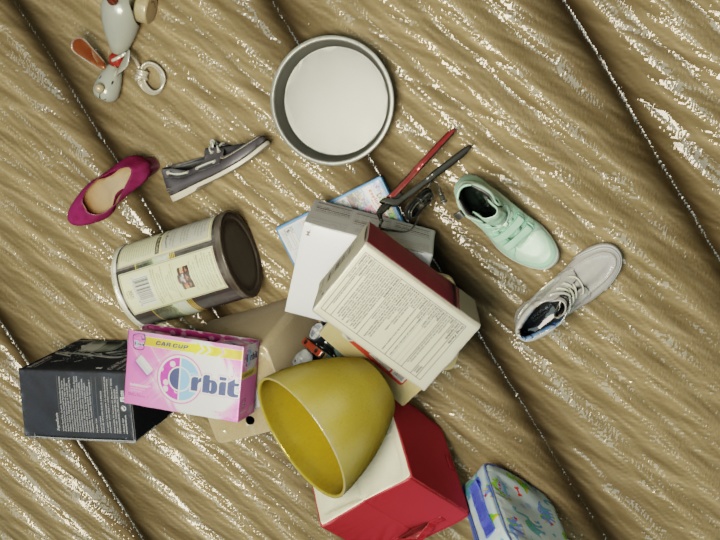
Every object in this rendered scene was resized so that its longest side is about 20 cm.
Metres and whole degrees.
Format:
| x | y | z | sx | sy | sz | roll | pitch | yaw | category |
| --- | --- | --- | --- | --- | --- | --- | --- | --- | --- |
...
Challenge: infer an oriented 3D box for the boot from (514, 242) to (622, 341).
| x | y | z | sx | sy | sz | roll | pitch | yaw | category |
| --- | --- | --- | --- | --- | --- | --- | --- | --- | --- |
| 0.319 | 0.040 | 1.333 | 0.074 | 0.096 | 0.200 | 46 | 107 | 0 | boot |

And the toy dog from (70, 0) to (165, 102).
| x | y | z | sx | sy | sz | roll | pitch | yaw | category |
| --- | --- | --- | --- | --- | --- | --- | --- | --- | --- |
| -0.396 | -0.373 | 1.399 | 0.132 | 0.096 | 0.201 | -1 | 101 | 13 | toy dog |

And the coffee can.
| x | y | z | sx | sy | sz | roll | pitch | yaw | category |
| --- | --- | --- | --- | --- | --- | --- | --- | --- | --- |
| -0.283 | -0.001 | 1.428 | 0.200 | 0.146 | 0.147 | -16 | 98 | 15 | coffee can |

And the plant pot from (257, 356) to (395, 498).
| x | y | z | sx | sy | sz | roll | pitch | yaw | category |
| --- | --- | --- | --- | --- | --- | --- | --- | --- | --- |
| -0.034 | 0.206 | 1.266 | 0.142 | 0.200 | 0.200 | -31 | 95 | -27 | plant pot |

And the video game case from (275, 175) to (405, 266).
| x | y | z | sx | sy | sz | roll | pitch | yaw | category |
| --- | --- | --- | --- | --- | --- | --- | --- | --- | --- |
| -0.022 | -0.048 | 1.429 | 0.200 | 0.018 | 0.143 | -25 | 95 | 16 | video game case |

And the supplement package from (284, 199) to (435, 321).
| x | y | z | sx | sy | sz | roll | pitch | yaw | category |
| --- | --- | --- | --- | --- | --- | --- | --- | --- | --- |
| 0.000 | 0.000 | 1.362 | 0.200 | 0.111 | 0.156 | 15 | 113 | 1 | supplement package |

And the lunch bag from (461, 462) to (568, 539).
| x | y | z | sx | sy | sz | roll | pitch | yaw | category |
| --- | --- | --- | --- | --- | --- | --- | --- | --- | --- |
| 0.242 | 0.403 | 1.364 | 0.161 | 0.200 | 0.083 | 31 | 110 | -21 | lunch bag |

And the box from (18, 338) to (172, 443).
| x | y | z | sx | sy | sz | roll | pitch | yaw | category |
| --- | --- | --- | --- | --- | --- | --- | --- | --- | --- |
| -0.431 | 0.198 | 1.475 | 0.196 | 0.200 | 0.124 | -1 | 100 | 12 | box |

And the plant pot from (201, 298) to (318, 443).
| x | y | z | sx | sy | sz | roll | pitch | yaw | category |
| --- | --- | --- | --- | --- | --- | --- | --- | --- | --- |
| -0.168 | 0.175 | 1.425 | 0.200 | 0.177 | 0.200 | -16 | 98 | 16 | plant pot |

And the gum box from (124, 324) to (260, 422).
| x | y | z | sx | sy | sz | roll | pitch | yaw | category |
| --- | --- | --- | --- | --- | --- | --- | --- | --- | --- |
| -0.259 | 0.152 | 1.314 | 0.200 | 0.066 | 0.114 | 7 | 96 | 14 | gum box |

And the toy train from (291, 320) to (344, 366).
| x | y | z | sx | sy | sz | roll | pitch | yaw | category |
| --- | --- | --- | --- | --- | --- | --- | --- | --- | --- |
| -0.022 | 0.158 | 1.395 | 0.200 | 0.085 | 0.114 | 35 | 87 | -40 | toy train |

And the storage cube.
| x | y | z | sx | sy | sz | roll | pitch | yaw | category |
| --- | --- | --- | --- | --- | --- | --- | --- | --- | --- |
| 0.038 | 0.320 | 1.373 | 0.171 | 0.200 | 0.180 | -32 | 134 | 17 | storage cube |

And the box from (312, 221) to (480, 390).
| x | y | z | sx | sy | sz | roll | pitch | yaw | category |
| --- | --- | --- | --- | --- | --- | --- | --- | --- | --- |
| 0.051 | 0.048 | 1.225 | 0.200 | 0.109 | 0.128 | 36 | 107 | -9 | box |

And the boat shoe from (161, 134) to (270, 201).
| x | y | z | sx | sy | sz | roll | pitch | yaw | category |
| --- | --- | --- | --- | --- | --- | --- | --- | --- | --- |
| -0.240 | -0.180 | 1.420 | 0.200 | 0.073 | 0.063 | -25 | 99 | 21 | boat shoe |

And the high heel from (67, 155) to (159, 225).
| x | y | z | sx | sy | sz | roll | pitch | yaw | category |
| --- | --- | --- | --- | --- | --- | --- | --- | --- | --- |
| -0.432 | -0.132 | 1.458 | 0.200 | 0.096 | 0.067 | -36 | 93 | 17 | high heel |

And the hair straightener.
| x | y | z | sx | sy | sz | roll | pitch | yaw | category |
| --- | --- | --- | --- | --- | --- | --- | --- | --- | --- |
| 0.102 | -0.126 | 1.329 | 0.077 | 0.041 | 0.200 | 45 | 73 | -1 | hair straightener |

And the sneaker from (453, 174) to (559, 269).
| x | y | z | sx | sy | sz | roll | pitch | yaw | category |
| --- | --- | --- | --- | --- | --- | --- | --- | --- | --- |
| 0.217 | -0.063 | 1.321 | 0.200 | 0.118 | 0.074 | 40 | 105 | 0 | sneaker |

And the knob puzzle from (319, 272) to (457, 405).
| x | y | z | sx | sy | sz | roll | pitch | yaw | category |
| --- | --- | --- | --- | --- | --- | --- | --- | --- | --- |
| 0.068 | 0.078 | 1.308 | 0.219 | 0.030 | 0.220 | 1 | 109 | 3 | knob puzzle |

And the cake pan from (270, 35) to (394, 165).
| x | y | z | sx | sy | sz | roll | pitch | yaw | category |
| --- | --- | --- | --- | --- | --- | --- | --- | --- | --- |
| -0.042 | -0.267 | 1.376 | 0.200 | 0.037 | 0.201 | 3 | 103 | 12 | cake pan |
